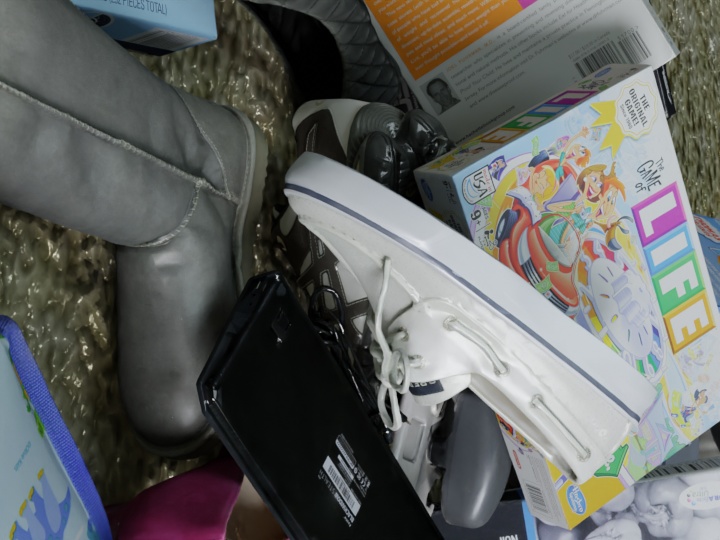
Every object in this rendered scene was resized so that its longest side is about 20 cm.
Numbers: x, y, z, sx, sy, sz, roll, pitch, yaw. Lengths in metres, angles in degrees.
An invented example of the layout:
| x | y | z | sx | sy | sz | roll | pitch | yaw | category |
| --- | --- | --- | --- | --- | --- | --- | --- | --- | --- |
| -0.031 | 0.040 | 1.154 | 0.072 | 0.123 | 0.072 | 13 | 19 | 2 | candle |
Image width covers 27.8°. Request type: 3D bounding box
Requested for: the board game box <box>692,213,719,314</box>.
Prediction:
| x | y | z | sx | sy | sz | roll | pitch | yaw | category |
| --- | --- | --- | --- | --- | --- | --- | --- | --- | --- |
| 0.165 | -0.004 | 0.877 | 0.200 | 0.151 | 0.037 | 11 | 114 | -20 | board game box |

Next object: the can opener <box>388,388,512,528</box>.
| x | y | z | sx | sy | sz | roll | pitch | yaw | category |
| --- | --- | --- | --- | --- | --- | --- | --- | --- | --- |
| 0.028 | 0.154 | 0.750 | 0.053 | 0.067 | 0.200 | 30 | 69 | -52 | can opener |

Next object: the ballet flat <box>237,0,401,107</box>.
| x | y | z | sx | sy | sz | roll | pitch | yaw | category |
| --- | --- | --- | --- | --- | --- | --- | --- | --- | --- |
| -0.028 | -0.116 | 0.731 | 0.057 | 0.066 | 0.200 | -60 | 152 | -7 | ballet flat |

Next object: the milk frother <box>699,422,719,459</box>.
| x | y | z | sx | sy | sz | roll | pitch | yaw | category |
| --- | --- | --- | --- | --- | --- | --- | --- | --- | --- |
| 0.260 | 0.120 | 0.997 | 0.180 | 0.188 | 0.200 | -5 | 87 | -53 | milk frother |

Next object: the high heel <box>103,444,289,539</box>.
| x | y | z | sx | sy | sz | roll | pitch | yaw | category |
| --- | --- | --- | --- | --- | --- | --- | --- | --- | --- |
| -0.039 | 0.104 | 0.674 | 0.200 | 0.096 | 0.067 | -2 | 84 | -53 | high heel |

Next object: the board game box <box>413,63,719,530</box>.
| x | y | z | sx | sy | sz | roll | pitch | yaw | category |
| --- | --- | --- | --- | --- | --- | --- | --- | --- | --- |
| 0.117 | 0.012 | 0.747 | 0.134 | 0.034 | 0.200 | -30 | 112 | -25 | board game box |

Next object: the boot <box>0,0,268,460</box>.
| x | y | z | sx | sy | sz | roll | pitch | yaw | category |
| --- | --- | --- | --- | --- | --- | --- | --- | --- | --- |
| -0.117 | -0.025 | 0.595 | 0.200 | 0.072 | 0.182 | 31 | 56 | -61 | boot |

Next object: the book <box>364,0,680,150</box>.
| x | y | z | sx | sy | sz | roll | pitch | yaw | category |
| --- | --- | --- | --- | --- | --- | --- | --- | --- | --- |
| 0.065 | -0.168 | 0.797 | 0.200 | 0.134 | 0.048 | 59 | 20 | -2 | book |

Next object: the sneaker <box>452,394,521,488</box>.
| x | y | z | sx | sy | sz | roll | pitch | yaw | category |
| --- | --- | --- | --- | --- | --- | --- | --- | --- | --- |
| 0.092 | 0.042 | 0.896 | 0.200 | 0.073 | 0.112 | 59 | 37 | -39 | sneaker |

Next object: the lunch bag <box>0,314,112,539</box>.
| x | y | z | sx | sy | sz | roll | pitch | yaw | category |
| --- | --- | --- | --- | --- | --- | --- | --- | --- | --- |
| -0.159 | 0.140 | 0.493 | 0.170 | 0.127 | 0.200 | -55 | 138 | -46 | lunch bag |

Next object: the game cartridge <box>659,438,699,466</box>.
| x | y | z | sx | sy | sz | roll | pitch | yaw | category |
| --- | --- | --- | --- | --- | --- | --- | --- | --- | --- |
| 0.156 | 0.165 | 0.903 | 0.133 | 0.041 | 0.200 | -13 | 116 | -36 | game cartridge |

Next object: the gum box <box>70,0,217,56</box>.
| x | y | z | sx | sy | sz | roll | pitch | yaw | category |
| --- | --- | --- | --- | --- | --- | --- | --- | --- | --- |
| -0.142 | -0.208 | 0.649 | 0.170 | 0.045 | 0.200 | 3 | 80 | -53 | gum box |

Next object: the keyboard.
| x | y | z | sx | sy | sz | roll | pitch | yaw | category |
| --- | --- | --- | --- | --- | --- | --- | --- | --- | --- |
| -0.018 | 0.089 | 0.676 | 0.200 | 0.040 | 0.104 | 62 | 41 | -33 | keyboard |

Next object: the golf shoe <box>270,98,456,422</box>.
| x | y | z | sx | sy | sz | roll | pitch | yaw | category |
| --- | --- | --- | --- | --- | --- | --- | --- | --- | --- |
| 0.000 | 0.000 | 0.774 | 0.078 | 0.094 | 0.200 | -23 | 127 | -41 | golf shoe |

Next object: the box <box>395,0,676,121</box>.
| x | y | z | sx | sy | sz | roll | pitch | yaw | category |
| --- | --- | --- | --- | --- | --- | --- | --- | --- | --- |
| 0.081 | -0.166 | 0.841 | 0.049 | 0.161 | 0.200 | -30 | 108 | -68 | box |

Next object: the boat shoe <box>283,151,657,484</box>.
| x | y | z | sx | sy | sz | roll | pitch | yaw | category |
| --- | --- | --- | --- | --- | --- | --- | --- | --- | --- |
| 0.035 | 0.033 | 0.656 | 0.202 | 0.075 | 0.086 | 36 | 85 | -18 | boat shoe |

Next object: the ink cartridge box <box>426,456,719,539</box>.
| x | y | z | sx | sy | sz | roll | pitch | yaw | category |
| --- | --- | --- | --- | --- | --- | --- | --- | --- | --- |
| 0.130 | 0.216 | 0.807 | 0.043 | 0.198 | 0.200 | -104 | -175 | -89 | ink cartridge box |
